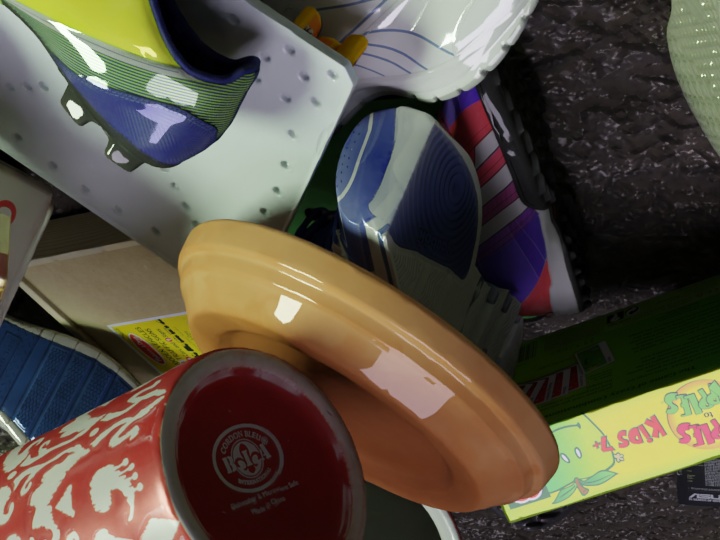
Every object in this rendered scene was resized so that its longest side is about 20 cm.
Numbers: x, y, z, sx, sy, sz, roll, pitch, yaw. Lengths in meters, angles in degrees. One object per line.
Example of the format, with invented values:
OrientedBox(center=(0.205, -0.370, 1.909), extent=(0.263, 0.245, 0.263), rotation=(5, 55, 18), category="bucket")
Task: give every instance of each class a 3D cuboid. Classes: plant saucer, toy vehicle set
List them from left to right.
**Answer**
OrientedBox(center=(-0.098, 0.033, 1.152), extent=(0.123, 0.027, 0.200), rotation=(-9, 142, 31), category="toy vehicle set")
OrientedBox(center=(-0.004, 0.052, 0.918), extent=(0.199, 0.038, 0.200), rotation=(30, 161, 12), category="plant saucer")

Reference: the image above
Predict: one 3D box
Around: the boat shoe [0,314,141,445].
OrientedBox(center=(-0.187, 0.065, 1.175), extent=(0.199, 0.073, 0.072), rotation=(33, 177, 8), category="boat shoe")

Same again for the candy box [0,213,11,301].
OrientedBox(center=(-0.247, 0.052, 0.942), extent=(0.115, 0.055, 0.201), rotation=(15, 121, -18), category="candy box")

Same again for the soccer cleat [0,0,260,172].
OrientedBox(center=(-0.122, -0.132, 0.831), extent=(0.084, 0.065, 0.200), rotation=(-39, 99, 23), category="soccer cleat")

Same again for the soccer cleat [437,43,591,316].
OrientedBox(center=(0.060, -0.040, 0.967), extent=(0.073, 0.069, 0.200), rotation=(-9, 144, 13), category="soccer cleat")

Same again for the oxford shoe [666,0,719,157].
OrientedBox(center=(0.165, -0.107, 0.853), extent=(0.057, 0.075, 0.200), rotation=(-28, 145, -7), category="oxford shoe")

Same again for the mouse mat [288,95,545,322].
OrientedBox(center=(0.005, -0.027, 1.061), extent=(0.160, 0.008, 0.200), rotation=(-3, 143, 18), category="mouse mat")

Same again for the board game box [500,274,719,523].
OrientedBox(center=(0.160, 0.052, 1.002), extent=(0.199, 0.102, 0.048), rotation=(-20, 112, 17), category="board game box")

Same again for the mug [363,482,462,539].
OrientedBox(center=(-0.008, 0.151, 1.187), extent=(0.133, 0.179, 0.200), rotation=(-25, 174, 4), category="mug")

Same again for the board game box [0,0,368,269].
OrientedBox(center=(-0.105, -0.092, 0.920), extent=(0.199, 0.026, 0.200), rotation=(34, 145, 4), category="board game box")

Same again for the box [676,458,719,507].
OrientedBox(center=(0.272, 0.079, 1.110), extent=(0.198, 0.044, 0.161), rotation=(1, 145, 13), category="box")

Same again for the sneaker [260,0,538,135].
OrientedBox(center=(0.001, -0.116, 0.877), extent=(0.199, 0.075, 0.087), rotation=(-22, 130, 38), category="sneaker")

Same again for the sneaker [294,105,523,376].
OrientedBox(center=(0.000, 0.000, 0.946), extent=(0.114, 0.081, 0.200), rotation=(16, 155, 24), category="sneaker")

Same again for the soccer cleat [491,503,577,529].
OrientedBox(center=(0.048, 0.066, 1.116), extent=(0.068, 0.073, 0.200), rotation=(-41, 121, 11), category="soccer cleat")

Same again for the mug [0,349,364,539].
OrientedBox(center=(-0.095, 0.104, 0.894), extent=(0.133, 0.178, 0.200), rotation=(43, 135, -17), category="mug")

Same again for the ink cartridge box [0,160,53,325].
OrientedBox(center=(-0.277, -0.019, 1.010), extent=(0.199, 0.147, 0.083), rotation=(28, 173, -24), category="ink cartridge box")
